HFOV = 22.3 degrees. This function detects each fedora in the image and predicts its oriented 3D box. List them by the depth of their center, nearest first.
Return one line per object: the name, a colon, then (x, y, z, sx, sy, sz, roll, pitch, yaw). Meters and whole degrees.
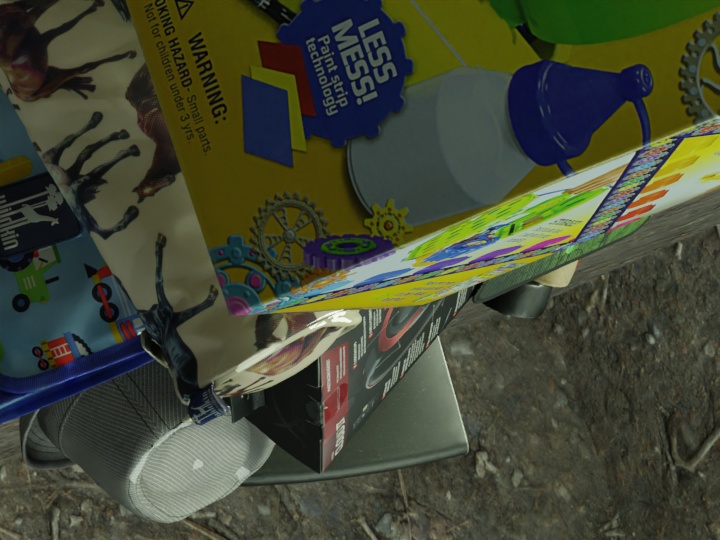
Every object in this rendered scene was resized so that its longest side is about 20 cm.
fedora: (-0.104, 0.084, 1.058, 0.176, 0.091, 0.200, -37, 161, -4)

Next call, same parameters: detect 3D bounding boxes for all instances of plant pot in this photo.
plant pot: (-0.057, 0.062, 1.387, 0.176, 0.201, 0.200, -18, -172, -18)

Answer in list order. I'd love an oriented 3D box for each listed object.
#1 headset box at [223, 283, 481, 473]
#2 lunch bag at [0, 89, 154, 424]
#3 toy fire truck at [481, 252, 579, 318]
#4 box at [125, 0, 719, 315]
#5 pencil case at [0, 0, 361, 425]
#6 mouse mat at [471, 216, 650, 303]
headset box: (0.000, 0.000, 0.946, 0.200, 0.075, 0.149, -48, 161, -23)
lunch bag: (-0.167, -0.013, 0.852, 0.199, 0.152, 0.094, -22, 173, 20)
toy fire truck: (0.074, -0.078, 1.165, 0.175, 0.130, 0.200, 19, -159, 10)
box: (0.044, -0.117, 0.405, 0.191, 0.202, 0.122, -22, 172, 19)
pencil case: (-0.086, -0.039, 0.728, 0.089, 0.201, 0.078, -33, 177, 16)
mouse mat: (0.147, -0.067, 1.000, 0.160, 0.008, 0.201, -23, 149, -39)
